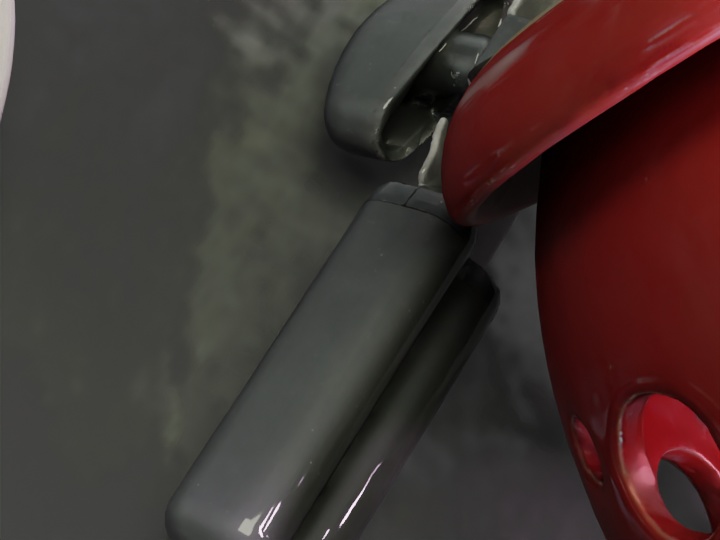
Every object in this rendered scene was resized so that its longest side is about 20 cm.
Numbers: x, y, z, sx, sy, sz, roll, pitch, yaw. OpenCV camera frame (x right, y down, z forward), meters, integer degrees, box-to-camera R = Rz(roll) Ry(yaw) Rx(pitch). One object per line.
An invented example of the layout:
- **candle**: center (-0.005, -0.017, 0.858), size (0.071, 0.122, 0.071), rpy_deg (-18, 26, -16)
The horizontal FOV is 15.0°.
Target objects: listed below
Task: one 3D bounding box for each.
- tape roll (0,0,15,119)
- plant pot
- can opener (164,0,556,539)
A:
- **tape roll**: center (-0.190, -0.062, 0.700), size (0.202, 0.037, 0.204), rpy_deg (6, 65, -12)
- **plant pot**: center (0.133, -0.004, 0.650), size (0.200, 0.200, 0.183), rpy_deg (-26, 84, -23)
- **can opener**: center (0.000, 0.000, 0.722), size (0.067, 0.053, 0.200), rpy_deg (16, 58, 30)
